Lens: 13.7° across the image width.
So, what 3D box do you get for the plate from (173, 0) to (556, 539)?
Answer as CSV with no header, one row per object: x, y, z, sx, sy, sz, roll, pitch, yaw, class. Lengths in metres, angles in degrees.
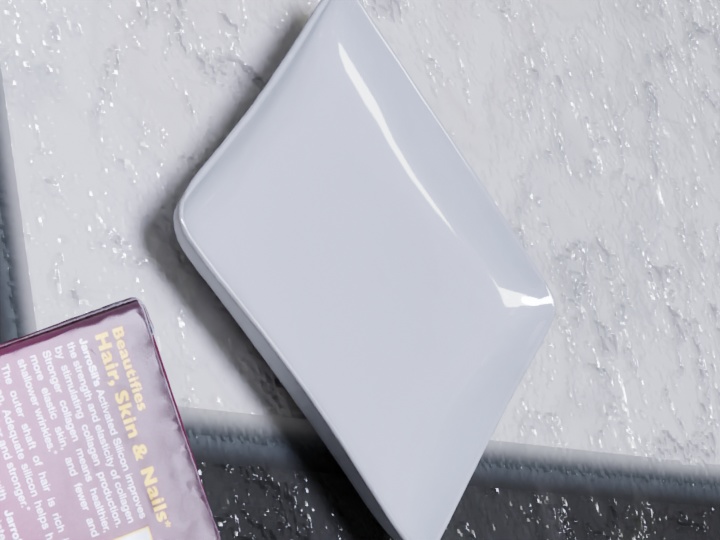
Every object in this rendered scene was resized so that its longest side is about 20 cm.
0.000,0.000,1.359,0.200,0.032,0.200,55,38,-20,plate

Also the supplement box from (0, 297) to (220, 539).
-0.154,0.095,1.003,0.200,0.086,0.111,-19,90,-33,supplement box
